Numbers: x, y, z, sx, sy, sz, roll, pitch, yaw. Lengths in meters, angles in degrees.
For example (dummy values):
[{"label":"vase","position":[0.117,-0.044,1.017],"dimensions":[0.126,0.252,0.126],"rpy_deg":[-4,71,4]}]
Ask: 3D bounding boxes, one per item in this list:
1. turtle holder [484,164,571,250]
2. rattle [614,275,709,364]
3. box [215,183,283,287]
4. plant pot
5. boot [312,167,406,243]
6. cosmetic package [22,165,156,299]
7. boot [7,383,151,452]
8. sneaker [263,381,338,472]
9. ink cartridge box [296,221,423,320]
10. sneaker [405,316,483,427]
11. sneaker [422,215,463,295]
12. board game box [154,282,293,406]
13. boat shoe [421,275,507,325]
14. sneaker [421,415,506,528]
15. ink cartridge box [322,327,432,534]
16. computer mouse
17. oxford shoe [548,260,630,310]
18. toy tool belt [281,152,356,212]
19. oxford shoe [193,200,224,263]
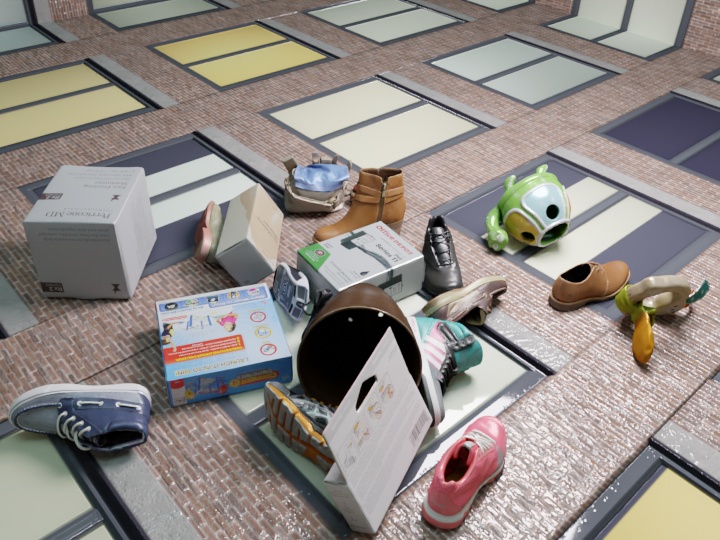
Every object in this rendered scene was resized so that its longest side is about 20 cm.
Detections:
[{"label":"turtle holder","position":[0.348,-0.119,1.444],"dimensions":[0.182,0.142,0.133],"rpy_deg":[-9,54,-30]},{"label":"rattle","position":[0.555,0.086,1.240],"dimensions":[0.197,0.131,0.144],"rpy_deg":[14,39,-33]},{"label":"box","position":[-0.210,-0.069,1.358],"dimensions":[0.077,0.095,0.202],"rpy_deg":[-27,33,18]},{"label":"plant pot","position":[0.001,0.102,1.110],"dimensions":[0.183,0.191,0.201],"rpy_deg":[3,22,0]},{"label":"boot","position":[-0.001,-0.124,1.411],"dimensions":[0.196,0.158,0.077],"rpy_deg":[-5,36,-10]},{"label":"cosmetic package","position":[-0.490,-0.073,1.302],"dimensions":[0.161,0.168,0.202],"rpy_deg":[0,36,-1]},{"label":"boot","position":[-0.399,0.213,0.997],"dimensions":[0.196,0.074,0.091],"rpy_deg":[-6,31,-13]},{"label":"sneaker","position":[-0.060,0.223,1.011],"dimensions":[0.199,0.079,0.077],"rpy_deg":[35,46,21]},{"label":"ink cartridge box","position":[0.000,0.000,1.304],"dimensions":[0.197,0.084,0.146],"rpy_deg":[-21,43,-30]},{"label":"sneaker","position":[0.139,0.154,1.112],"dimensions":[0.118,0.085,0.202],"rpy_deg":[-2,46,-8]},{"label":"sneaker","position":[0.151,-0.030,1.348],"dimensions":[0.074,0.092,0.202],"rpy_deg":[-8,37,-3]},{"label":"board game box","position":[-0.228,0.115,1.158],"dimensions":[0.196,0.057,0.197],"rpy_deg":[-9,38,-16]},{"label":"boat shoe","position":[0.198,0.066,1.256],"dimensions":[0.198,0.072,0.073],"rpy_deg":[-15,69,-39]},{"label":"sneaker","position":[0.154,0.257,0.962],"dimensions":[0.073,0.088,0.200],"rpy_deg":[22,40,23]},{"label":"ink cartridge box","position":[0.015,0.207,0.933],"dimensions":[0.044,0.178,0.201],"rpy_deg":[-5,32,36]},{"label":"computer mouse","position":[-0.103,0.045,1.237],"dimensions":[0.043,0.112,0.200],"rpy_deg":[4,24,-28]},{"label":"oxford shoe","position":[0.442,0.013,1.328],"dimensions":[0.197,0.072,0.071],"rpy_deg":[-19,39,-29]},{"label":"toy tool belt","position":[-0.072,-0.196,1.532],"dimensions":[0.196,0.125,0.126],"rpy_deg":[-3,36,-9]},{"label":"oxford shoe","position":[-0.291,-0.071,1.415],"dimensions":[0.073,0.071,0.202],"rpy_deg":[19,31,-20]}]
